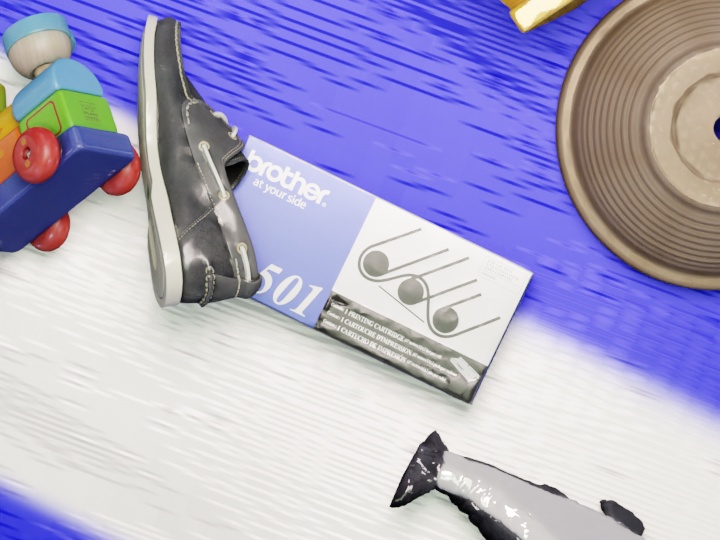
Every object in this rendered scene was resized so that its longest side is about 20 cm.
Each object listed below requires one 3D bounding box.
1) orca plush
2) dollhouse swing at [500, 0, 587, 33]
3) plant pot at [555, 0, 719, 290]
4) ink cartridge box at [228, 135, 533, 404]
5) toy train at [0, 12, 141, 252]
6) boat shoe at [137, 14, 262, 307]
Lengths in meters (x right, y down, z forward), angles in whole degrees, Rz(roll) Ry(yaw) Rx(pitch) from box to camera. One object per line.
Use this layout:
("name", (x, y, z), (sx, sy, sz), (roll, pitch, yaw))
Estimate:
("orca plush", (0.110, 0.185, 1.636), (0.199, 0.105, 0.071), (21, 123, -2))
("dollhouse swing", (0.130, -0.282, 1.579), (0.176, 0.182, 0.200), (-33, 90, 22))
("plant pot", (0.221, -0.087, 1.613), (0.200, 0.093, 0.202), (0, 91, 2))
("ink cartridge box", (0.000, 0.000, 1.644), (0.200, 0.044, 0.094), (26, 91, 1))
("toy train", (-0.234, -0.066, 1.636), (0.200, 0.085, 0.116), (-35, 63, 33))
("boat shoe", (-0.104, -0.069, 1.613), (0.067, 0.072, 0.201), (-6, 62, -10))
